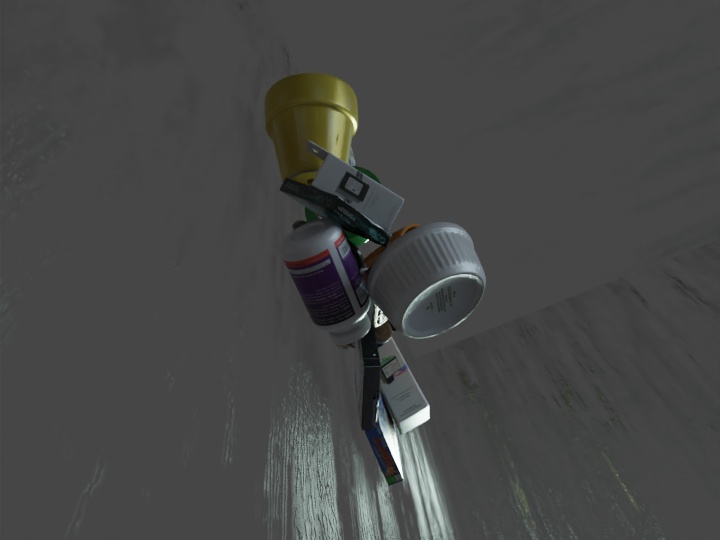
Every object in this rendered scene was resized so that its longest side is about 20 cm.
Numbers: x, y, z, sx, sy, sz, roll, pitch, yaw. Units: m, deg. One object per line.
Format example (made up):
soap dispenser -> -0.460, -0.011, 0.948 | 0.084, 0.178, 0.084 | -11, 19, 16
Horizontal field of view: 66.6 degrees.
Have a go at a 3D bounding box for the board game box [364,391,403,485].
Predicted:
board game box -> 0.042, 0.328, 1.155 | 0.201, 0.034, 0.138 | -98, 167, -70

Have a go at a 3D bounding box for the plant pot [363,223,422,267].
plant pot -> 0.084, 0.021, 1.154 | 0.198, 0.138, 0.205 | 27, 53, -44

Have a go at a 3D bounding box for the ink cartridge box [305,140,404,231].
ink cartridge box -> -0.028, -0.148, 0.997 | 0.197, 0.068, 0.116 | 30, 0, -8

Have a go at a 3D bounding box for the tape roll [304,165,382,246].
tape roll -> -0.035, -0.152, 1.310 | 0.048, 0.196, 0.204 | 57, 13, -61

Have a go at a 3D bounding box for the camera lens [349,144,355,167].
camera lens -> -0.109, -0.326, 1.431 | 0.160, 0.157, 0.204 | 44, 26, -78

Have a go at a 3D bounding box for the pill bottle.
pill bottle -> -0.052, 0.022, 0.932 | 0.113, 0.110, 0.203 | -100, 169, -66

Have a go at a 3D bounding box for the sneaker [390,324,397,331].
sneaker -> 0.021, 0.079, 1.300 | 0.197, 0.070, 0.100 | 28, 29, -7

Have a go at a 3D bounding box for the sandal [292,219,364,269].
sandal -> -0.059, -0.060, 1.022 | 0.200, 0.057, 0.081 | 30, -35, 45

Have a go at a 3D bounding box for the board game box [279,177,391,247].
board game box -> -0.047, -0.104, 0.965 | 0.134, 0.029, 0.199 | 32, -2, -36

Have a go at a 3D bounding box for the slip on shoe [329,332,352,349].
slip on shoe -> -0.035, 0.068, 1.118 | 0.073, 0.061, 0.202 | 31, 28, -31

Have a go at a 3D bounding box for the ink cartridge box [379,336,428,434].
ink cartridge box -> 0.081, 0.267, 1.302 | 0.202, 0.083, 0.146 | 61, -7, 26

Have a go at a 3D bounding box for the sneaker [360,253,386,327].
sneaker -> 0.015, 0.011, 1.019 | 0.113, 0.070, 0.202 | 48, -28, 26

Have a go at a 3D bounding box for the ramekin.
ramekin -> 0.116, 0.026, 0.910 | 0.095, 0.199, 0.204 | 62, 0, 37

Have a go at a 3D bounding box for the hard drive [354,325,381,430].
hard drive -> 0.011, 0.195, 1.083 | 0.201, 0.037, 0.143 | -101, -168, -66

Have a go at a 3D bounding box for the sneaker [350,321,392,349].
sneaker -> -0.019, 0.100, 1.236 | 0.200, 0.070, 0.109 | 47, -30, 10

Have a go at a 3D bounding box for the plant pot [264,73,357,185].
plant pot -> -0.100, -0.266, 1.135 | 0.201, 0.195, 0.194 | 54, 31, -71
